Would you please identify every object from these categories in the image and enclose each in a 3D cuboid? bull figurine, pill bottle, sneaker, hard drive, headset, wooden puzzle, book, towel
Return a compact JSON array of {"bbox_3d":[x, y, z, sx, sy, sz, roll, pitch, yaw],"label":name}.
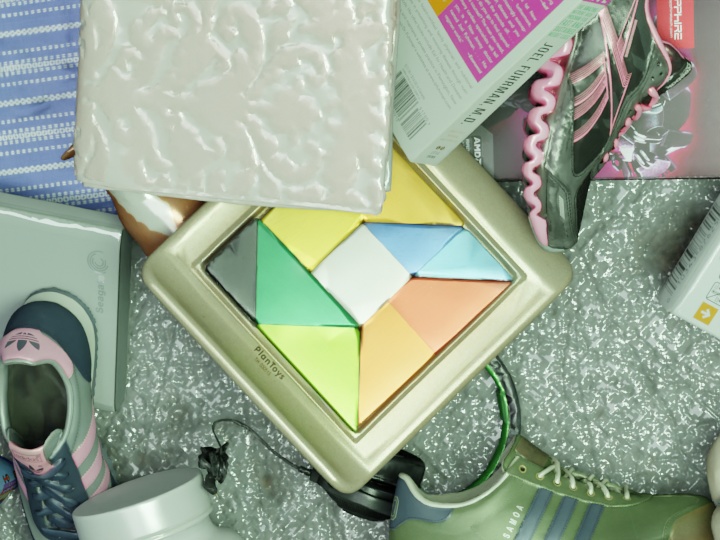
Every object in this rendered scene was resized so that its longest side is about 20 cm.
[{"bbox_3d":[-0.100,-0.028,1.750,0.065,0.121,0.200,-39,86,12],"label":"bull figurine"},{"bbox_3d":[-0.107,0.230,1.767,0.112,0.112,0.201,-16,98,13],"label":"pill bottle"},{"bbox_3d":[-0.196,0.117,1.784,0.070,0.082,0.201,-2,112,16],"label":"sneaker"},{"bbox_3d":[-0.244,0.010,1.811,0.199,0.026,0.133,11,119,11],"label":"hard drive"},{"bbox_3d":[0.112,0.139,1.697,0.199,0.067,0.091,-13,87,0],"label":"sneaker"},{"bbox_3d":[0.144,-0.107,1.671,0.095,0.079,0.202,8,98,0],"label":"sneaker"},{"bbox_3d":[0.000,0.099,1.753,0.198,0.094,0.124,-10,92,1],"label":"headset"},{"bbox_3d":[0.000,0.000,1.688,0.200,0.037,0.185,-44,90,-11],"label":"wooden puzzle"},{"bbox_3d":[0.071,-0.174,1.642,0.200,0.048,0.134,-42,62,30],"label":"book"},{"bbox_3d":[-0.227,-0.122,1.823,0.144,0.024,0.202,-7,95,10],"label":"towel"},{"bbox_3d":[-0.070,-0.138,1.644,0.190,0.032,0.202,6,104,10],"label":"towel"}]

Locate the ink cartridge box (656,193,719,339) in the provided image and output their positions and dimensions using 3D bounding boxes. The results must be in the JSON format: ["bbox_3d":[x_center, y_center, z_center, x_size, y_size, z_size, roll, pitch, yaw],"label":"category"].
[{"bbox_3d":[0.309,-0.019,1.691,0.199,0.047,0.198,27,100,-19],"label":"ink cartridge box"}]

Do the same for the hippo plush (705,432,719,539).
[{"bbox_3d":[0.298,0.171,1.663,0.160,0.159,0.201,-15,91,13],"label":"hippo plush"}]

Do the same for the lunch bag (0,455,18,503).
[{"bbox_3d":[-0.329,0.106,1.794,0.200,0.151,0.094,41,101,6],"label":"lunch bag"}]

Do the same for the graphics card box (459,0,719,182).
[{"bbox_3d":[0.151,-0.117,1.726,0.198,0.051,0.127,0,95,13],"label":"graphics card box"}]
